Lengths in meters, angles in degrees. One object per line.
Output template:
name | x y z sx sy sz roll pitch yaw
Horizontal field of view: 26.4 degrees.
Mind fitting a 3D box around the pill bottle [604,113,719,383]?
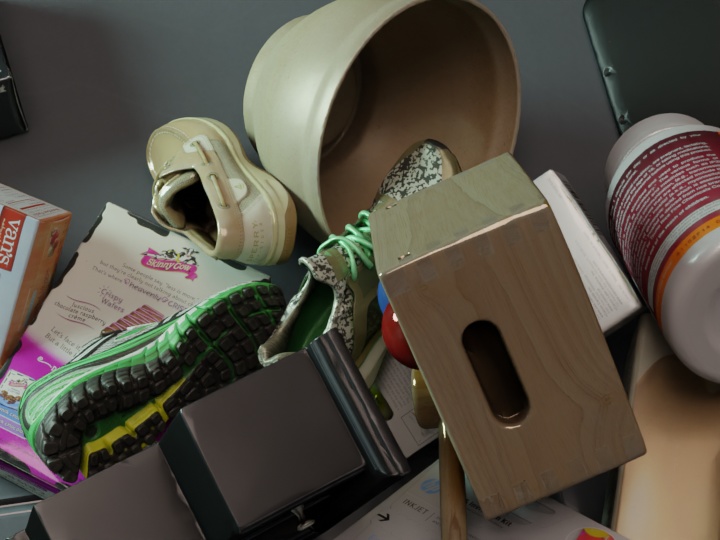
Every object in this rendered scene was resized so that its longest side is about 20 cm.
pill bottle | 0.223 -0.024 0.987 0.112 0.114 0.201 -8 30 -4

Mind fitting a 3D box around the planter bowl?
planter bowl | 0.000 -0.112 1.099 0.134 0.201 0.200 26 62 41

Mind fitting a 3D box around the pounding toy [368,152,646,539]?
pounding toy | 0.072 0.064 0.896 0.141 0.184 0.201 -23 103 4

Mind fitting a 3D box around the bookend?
bookend | -0.098 0.140 0.898 0.197 0.200 0.093 -25 79 -23

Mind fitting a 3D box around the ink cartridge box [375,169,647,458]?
ink cartridge box | 0.081 0.034 1.034 0.199 0.050 0.109 -35 79 13

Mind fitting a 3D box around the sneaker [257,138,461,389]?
sneaker | 0.000 0.000 0.988 0.077 0.089 0.201 26 85 33

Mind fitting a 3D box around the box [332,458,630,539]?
box | 0.047 0.195 0.890 0.155 0.042 0.199 23 43 39

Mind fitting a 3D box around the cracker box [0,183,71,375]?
cracker box | -0.315 -0.011 1.070 0.198 0.058 0.135 22 103 11

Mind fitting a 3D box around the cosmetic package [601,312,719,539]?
cosmetic package | 0.199 0.142 1.004 0.070 0.105 0.202 10 65 7

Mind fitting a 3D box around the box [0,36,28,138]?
box | -0.371 -0.153 1.168 0.198 0.079 0.142 -17 62 -9

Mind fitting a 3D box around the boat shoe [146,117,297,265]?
boat shoe | -0.115 -0.058 1.081 0.064 0.073 0.200 -4 27 -30

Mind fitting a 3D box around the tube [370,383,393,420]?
tube | 0.036 0.049 1.084 0.200 0.052 0.058 -40 30 -14

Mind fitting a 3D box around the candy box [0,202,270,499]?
candy box | -0.164 0.069 1.063 0.135 0.061 0.201 25 66 11

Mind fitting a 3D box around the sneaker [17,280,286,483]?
sneaker | -0.133 0.056 0.994 0.199 0.079 0.085 -26 33 -27

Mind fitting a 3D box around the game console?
game console | 0.294 -0.152 1.203 0.174 0.116 0.202 6 59 -32
